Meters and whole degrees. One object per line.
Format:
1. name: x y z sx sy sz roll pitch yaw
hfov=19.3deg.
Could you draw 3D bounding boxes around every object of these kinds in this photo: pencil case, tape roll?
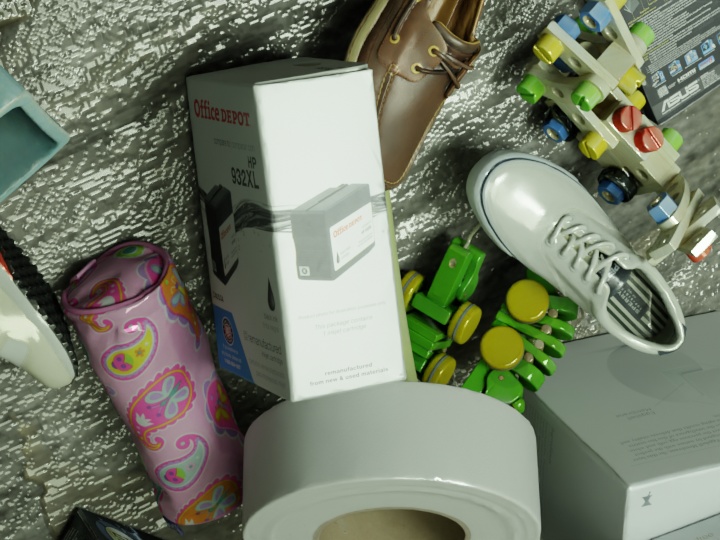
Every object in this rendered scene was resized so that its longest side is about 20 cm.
1. pencil case: -0.134 0.080 1.441 0.087 0.087 0.201 -28 123 -11
2. tape roll: 0.020 0.148 1.417 0.201 0.071 0.203 -1 151 -1

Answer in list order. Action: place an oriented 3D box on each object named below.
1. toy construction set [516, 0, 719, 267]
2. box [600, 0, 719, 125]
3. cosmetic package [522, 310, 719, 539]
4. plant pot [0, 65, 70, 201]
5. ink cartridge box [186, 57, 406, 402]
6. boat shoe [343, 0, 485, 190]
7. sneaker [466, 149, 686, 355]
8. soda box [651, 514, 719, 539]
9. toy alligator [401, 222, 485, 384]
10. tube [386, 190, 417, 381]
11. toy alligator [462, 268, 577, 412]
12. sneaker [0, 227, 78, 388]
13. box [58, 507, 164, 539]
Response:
1. toy construction set: 0.185 -0.098 1.467 0.092 0.131 0.201 -33 99 -22
2. box: 0.256 -0.222 1.506 0.200 0.049 0.162 -34 125 -8
3. cosmetic package: 0.232 0.141 1.574 0.198 0.200 0.124 -10 117 -20
4. plant pot: -0.311 -0.096 1.195 0.196 0.196 0.200 -41 88 -3
5. ink cartridge box: -0.044 -0.030 1.364 0.083 0.145 0.201 -10 101 -20
6. boat shoe: 0.040 -0.147 1.392 0.072 0.067 0.201 20 87 -51
7. sneaker: 0.159 -0.014 1.477 0.200 0.071 0.073 37 88 -26
8. soda box: 0.214 0.226 1.449 0.199 0.064 0.068 -18 122 -14
9. toy alligator: 0.062 0.019 1.525 0.201 0.059 0.054 -64 162 12
10. tube: 0.000 0.000 1.477 0.052 0.058 0.201 -16 117 -22
11. toy alligator: 0.108 0.074 1.530 0.201 0.054 0.059 -61 169 -13
12. sneaker: -0.264 0.013 1.360 0.093 0.070 0.200 -33 123 5
13. box: -0.174 0.296 1.518 0.163 0.086 0.201 26 100 -33
